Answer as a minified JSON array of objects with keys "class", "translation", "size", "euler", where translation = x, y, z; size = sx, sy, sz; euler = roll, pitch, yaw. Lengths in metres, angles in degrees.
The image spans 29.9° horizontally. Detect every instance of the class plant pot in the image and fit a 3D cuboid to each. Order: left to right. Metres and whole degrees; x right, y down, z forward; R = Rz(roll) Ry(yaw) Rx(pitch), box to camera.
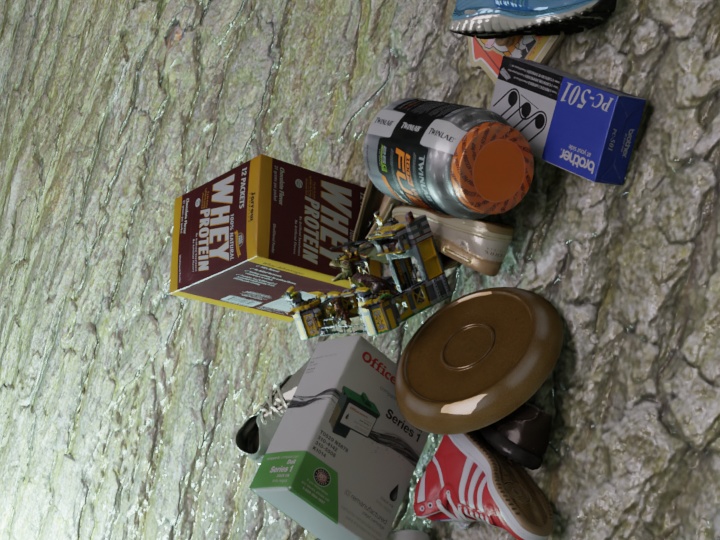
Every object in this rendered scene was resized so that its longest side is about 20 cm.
[{"class":"plant pot","translation":[0.119,0.087,1.440],"size":[0.200,0.028,0.200],"euler":[-24,35,18]}]

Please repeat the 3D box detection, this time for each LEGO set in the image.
[{"class":"LEGO set","translation":[0.000,0.000,1.536],"size":[0.200,0.154,0.116],"euler":[-3,108,60]}]

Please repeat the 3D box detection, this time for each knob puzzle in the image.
[{"class":"knob puzzle","translation":[0.181,-0.323,1.588],"size":[0.219,0.030,0.220],"euler":[-23,60,48]}]

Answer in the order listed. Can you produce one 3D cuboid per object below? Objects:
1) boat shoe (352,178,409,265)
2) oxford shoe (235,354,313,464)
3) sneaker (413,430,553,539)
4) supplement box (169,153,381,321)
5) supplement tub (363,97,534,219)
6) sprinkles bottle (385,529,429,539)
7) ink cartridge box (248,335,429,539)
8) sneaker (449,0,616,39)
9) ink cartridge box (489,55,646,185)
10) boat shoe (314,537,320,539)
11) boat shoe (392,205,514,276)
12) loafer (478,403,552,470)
[{"class":"boat shoe","translation":[0.039,-0.110,1.672],"size":[0.073,0.063,0.201],"euler":[1,78,53]},{"class":"oxford shoe","translation":[-0.099,0.180,1.760],"size":[0.200,0.058,0.075],"euler":[-50,40,27]},{"class":"sneaker","translation":[0.124,0.250,1.421],"size":[0.113,0.071,0.200],"euler":[-59,31,15]},{"class":"supplement box","translation":[-0.108,-0.035,1.728],"size":[0.200,0.197,0.133],"euler":[-20,62,48]},{"class":"supplement tub","translation":[0.098,-0.125,1.502],"size":[0.200,0.122,0.123],"euler":[21,95,60]},{"class":"sprinkles bottle","translation":[0.051,0.388,1.473],"size":[0.068,0.068,0.201],"euler":[-31,55,44]},{"class":"ink cartridge box","translation":[-0.012,0.193,1.509],"size":[0.084,0.146,0.200],"euler":[-15,43,51]},{"class":"sneaker","translation":[0.186,-0.307,1.492],"size":[0.200,0.078,0.090],"euler":[3,94,33]},{"class":"ink cartridge box","translation":[0.216,-0.165,1.461],"size":[0.200,0.044,0.094],"euler":[34,115,52]},{"class":"boat shoe","translation":[-0.091,0.381,1.662],"size":[0.200,0.073,0.065],"euler":[-51,47,29]},{"class":"boat shoe","translation":[0.096,-0.033,1.559],"size":[0.200,0.074,0.069],"euler":[15,95,59]},{"class":"loafer","translation":[0.145,0.137,1.447],"size":[0.071,0.073,0.200],"euler":[-55,41,6]}]
